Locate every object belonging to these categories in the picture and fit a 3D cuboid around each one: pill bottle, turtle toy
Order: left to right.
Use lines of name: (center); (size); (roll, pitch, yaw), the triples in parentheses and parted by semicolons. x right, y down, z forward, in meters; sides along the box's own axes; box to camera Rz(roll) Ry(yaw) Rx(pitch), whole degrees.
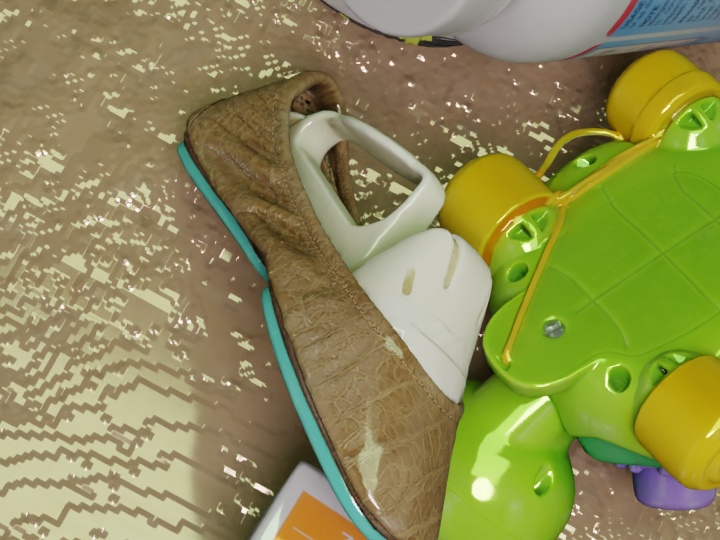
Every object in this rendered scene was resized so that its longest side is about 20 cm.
pill bottle: (0.082, -0.129, 0.792); (0.199, 0.109, 0.109); (-11, 72, -43)
turtle toy: (0.092, 0.027, 0.781); (0.199, 0.101, 0.146); (-32, 57, -17)

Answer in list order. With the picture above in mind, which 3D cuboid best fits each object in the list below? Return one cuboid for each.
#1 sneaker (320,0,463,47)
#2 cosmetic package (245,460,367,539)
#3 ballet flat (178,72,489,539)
sneaker: (-0.010, -0.168, 0.841); (0.075, 0.076, 0.200); (-36, 84, -22)
cosmetic package: (-0.034, 0.174, 0.723); (0.101, 0.071, 0.201); (32, 69, 1)
ballet flat: (0.000, 0.000, 0.742); (0.072, 0.068, 0.201); (-35, 42, 8)
